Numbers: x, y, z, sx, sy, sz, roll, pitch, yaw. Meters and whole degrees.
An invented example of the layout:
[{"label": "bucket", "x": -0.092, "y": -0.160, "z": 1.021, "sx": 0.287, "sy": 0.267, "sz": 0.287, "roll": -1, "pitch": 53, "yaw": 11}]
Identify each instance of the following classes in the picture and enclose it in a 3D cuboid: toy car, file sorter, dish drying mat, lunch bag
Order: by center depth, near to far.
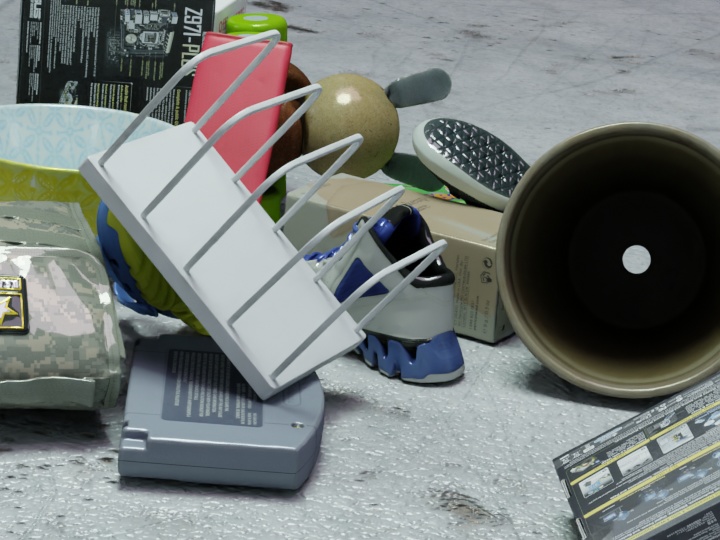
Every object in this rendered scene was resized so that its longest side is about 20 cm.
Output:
[{"label": "lunch bag", "x": -0.253, "y": 0.031, "z": 1.563, "sx": 0.163, "sy": 0.118, "sz": 0.200, "roll": 0, "pitch": 24, "yaw": -18}, {"label": "file sorter", "x": -0.058, "y": -0.043, "z": 1.564, "sx": 0.200, "sy": 0.124, "sz": 0.139, "roll": 51, "pitch": 30, "yaw": 7}, {"label": "dish drying mat", "x": -0.110, "y": -0.095, "z": 1.899, "sx": 0.076, "sy": 0.201, "sz": 0.018, "roll": 8, "pitch": -15, "yaw": 11}, {"label": "toy car", "x": -0.021, "y": -0.129, "z": 2.027, "sx": 0.199, "sy": 0.165, "sz": 0.158, "roll": 2, "pitch": 18, "yaw": 1}]

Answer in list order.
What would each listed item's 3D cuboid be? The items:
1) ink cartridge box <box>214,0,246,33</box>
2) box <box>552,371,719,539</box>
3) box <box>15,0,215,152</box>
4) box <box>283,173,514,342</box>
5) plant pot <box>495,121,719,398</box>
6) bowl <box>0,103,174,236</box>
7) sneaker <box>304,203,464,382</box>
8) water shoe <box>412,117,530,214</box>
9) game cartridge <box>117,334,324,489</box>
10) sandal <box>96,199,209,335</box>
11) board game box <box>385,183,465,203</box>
[{"label": "ink cartridge box", "x": -0.179, "y": -0.178, "z": 2.097, "sx": 0.125, "sy": 0.201, "sz": 0.129, "roll": 8, "pitch": 18, "yaw": 8}, {"label": "box", "x": 0.221, "y": 0.114, "z": 1.395, "sx": 0.199, "sy": 0.049, "sz": 0.161, "roll": -28, "pitch": 16, "yaw": 4}, {"label": "box", "x": -0.210, "y": -0.146, "z": 1.977, "sx": 0.163, "sy": 0.201, "sz": 0.086, "roll": 3, "pitch": 12, "yaw": -5}, {"label": "box", "x": 0.043, "y": -0.012, "z": 1.846, "sx": 0.199, "sy": 0.078, "sz": 0.095, "roll": 15, "pitch": 21, "yaw": 26}, {"label": "plant pot", "x": 0.205, "y": -0.008, "z": 1.749, "sx": 0.199, "sy": 0.201, "sz": 0.174, "roll": 8, "pitch": 1, "yaw": 7}, {"label": "bowl", "x": -0.235, "y": -0.057, "z": 1.852, "sx": 0.199, "sy": 0.108, "sz": 0.200, "roll": 6, "pitch": 17, "yaw": -2}, {"label": "sneaker", "x": 0.001, "y": 0.000, "z": 1.733, "sx": 0.199, "sy": 0.116, "sz": 0.080, "roll": 18, "pitch": 20, "yaw": 35}, {"label": "water shoe", "x": 0.118, "y": -0.048, "z": 1.898, "sx": 0.199, "sy": 0.079, "sz": 0.072, "roll": 30, "pitch": 41, "yaw": -11}, {"label": "game cartridge", "x": -0.090, "y": 0.093, "z": 1.547, "sx": 0.132, "sy": 0.042, "sz": 0.200, "roll": 9, "pitch": 17, "yaw": -5}, {"label": "sandal", "x": -0.157, "y": -0.008, "z": 1.675, "sx": 0.087, "sy": 0.080, "sz": 0.200, "roll": 14, "pitch": -18, "yaw": 17}, {"label": "board game box", "x": 0.068, "y": -0.038, "z": 2.022, "sx": 0.095, "sy": 0.030, "sz": 0.200, "roll": 3, "pitch": 21, "yaw": -11}]
